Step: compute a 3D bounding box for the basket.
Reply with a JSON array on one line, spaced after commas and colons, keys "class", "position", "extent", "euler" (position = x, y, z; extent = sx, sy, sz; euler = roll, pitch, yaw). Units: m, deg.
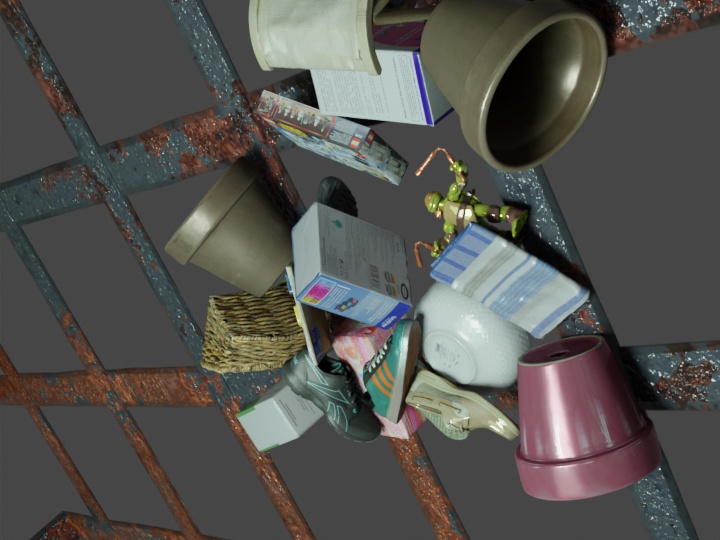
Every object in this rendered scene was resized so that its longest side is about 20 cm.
[{"class": "basket", "position": [-0.155, 0.127, 1.824], "extent": [0.143, 0.197, 0.151], "euler": [50, 138, 44]}]

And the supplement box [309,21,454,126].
[{"class": "supplement box", "position": [0.037, -0.265, 1.434], "extent": [0.198, 0.101, 0.105], "euler": [11, 128, 40]}]

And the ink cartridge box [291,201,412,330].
[{"class": "ink cartridge box", "position": [0.000, 0.000, 1.615], "extent": [0.197, 0.138, 0.076], "euler": [18, 138, -28]}]

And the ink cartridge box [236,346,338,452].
[{"class": "ink cartridge box", "position": [-0.099, 0.217, 1.896], "extent": [0.085, 0.199, 0.144], "euler": [55, 142, -3]}]

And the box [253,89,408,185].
[{"class": "box", "position": [-0.042, -0.192, 1.562], "extent": [0.198, 0.040, 0.137], "euler": [24, 177, 30]}]

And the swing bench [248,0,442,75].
[{"class": "swing bench", "position": [-0.013, -0.340, 1.340], "extent": [0.197, 0.200, 0.131], "euler": [11, 129, 39]}]

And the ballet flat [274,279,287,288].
[{"class": "ballet flat", "position": [-0.145, 0.087, 1.950], "extent": [0.067, 0.066, 0.202], "euler": [40, 146, 40]}]

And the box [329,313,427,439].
[{"class": "box", "position": [0.041, 0.165, 1.788], "extent": [0.094, 0.102, 0.203], "euler": [1, 120, 45]}]

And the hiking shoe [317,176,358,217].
[{"class": "hiking shoe", "position": [-0.057, -0.063, 1.719], "extent": [0.099, 0.076, 0.203], "euler": [18, 133, 30]}]

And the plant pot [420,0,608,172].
[{"class": "plant pot", "position": [0.164, -0.244, 1.275], "extent": [0.174, 0.198, 0.203], "euler": [42, 146, 39]}]

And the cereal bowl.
[{"class": "cereal bowl", "position": [0.157, 0.111, 1.641], "extent": [0.198, 0.083, 0.202], "euler": [27, 138, 27]}]

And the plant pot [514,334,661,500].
[{"class": "plant pot", "position": [0.299, 0.194, 1.493], "extent": [0.198, 0.198, 0.182], "euler": [-8, 100, 48]}]

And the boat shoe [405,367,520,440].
[{"class": "boat shoe", "position": [0.151, 0.213, 1.611], "extent": [0.198, 0.066, 0.072], "euler": [25, 168, 38]}]

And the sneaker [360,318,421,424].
[{"class": "sneaker", "position": [0.040, 0.149, 1.658], "extent": [0.079, 0.072, 0.202], "euler": [20, 129, 14]}]

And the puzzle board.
[{"class": "puzzle board", "position": [-0.080, 0.058, 1.682], "extent": [0.017, 0.200, 0.153], "euler": [-14, 94, 7]}]

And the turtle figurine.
[{"class": "turtle figurine", "position": [0.150, -0.070, 1.511], "extent": [0.159, 0.064, 0.203], "euler": [24, 127, 20]}]

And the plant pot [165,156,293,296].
[{"class": "plant pot", "position": [-0.193, -0.055, 1.769], "extent": [0.174, 0.201, 0.200], "euler": [41, 143, -5]}]

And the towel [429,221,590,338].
[{"class": "towel", "position": [0.205, 0.017, 1.503], "extent": [0.198, 0.024, 0.147], "euler": [30, 146, -7]}]

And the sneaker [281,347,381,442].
[{"class": "sneaker", "position": [-0.035, 0.201, 1.748], "extent": [0.199, 0.076, 0.079], "euler": [40, 113, -14]}]

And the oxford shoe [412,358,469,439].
[{"class": "oxford shoe", "position": [0.115, 0.191, 1.741], "extent": [0.075, 0.058, 0.200], "euler": [-19, 123, 43]}]
